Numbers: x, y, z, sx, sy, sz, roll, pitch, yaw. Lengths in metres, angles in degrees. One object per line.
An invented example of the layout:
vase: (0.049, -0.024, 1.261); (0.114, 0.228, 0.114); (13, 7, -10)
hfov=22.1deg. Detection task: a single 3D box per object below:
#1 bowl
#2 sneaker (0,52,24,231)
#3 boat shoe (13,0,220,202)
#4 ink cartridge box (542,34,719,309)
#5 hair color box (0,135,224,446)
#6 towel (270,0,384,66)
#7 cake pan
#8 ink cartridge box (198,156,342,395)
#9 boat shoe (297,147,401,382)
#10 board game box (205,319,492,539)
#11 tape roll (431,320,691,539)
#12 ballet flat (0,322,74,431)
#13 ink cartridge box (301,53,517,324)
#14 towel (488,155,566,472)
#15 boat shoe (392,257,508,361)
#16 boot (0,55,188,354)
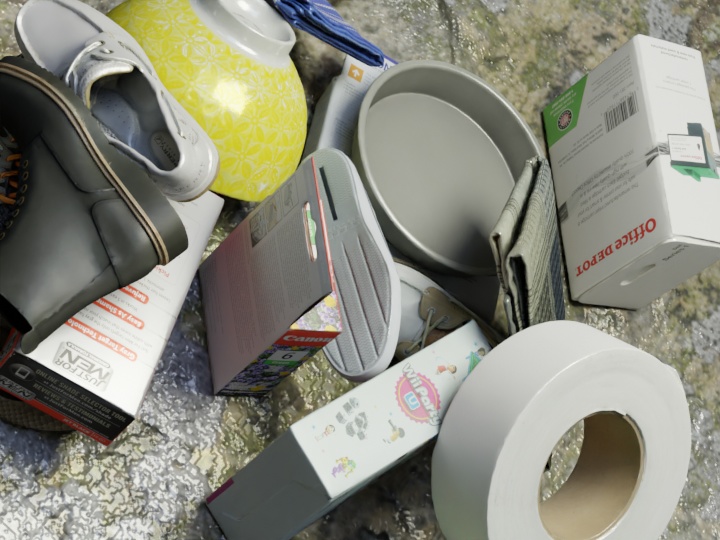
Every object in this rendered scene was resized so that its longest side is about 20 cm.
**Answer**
bowl: (-0.112, -0.158, 1.426); (0.199, 0.108, 0.201); (31, 22, -14)
sneaker: (-0.250, -0.083, 1.372); (0.078, 0.077, 0.202); (12, 61, -29)
boat shoe: (-0.180, -0.134, 1.317); (0.200, 0.069, 0.071); (43, 91, 16)
ink cartridge box: (0.247, -0.084, 1.651); (0.084, 0.146, 0.202); (9, 63, -31)
hair color box: (-0.180, 0.012, 1.327); (0.101, 0.061, 0.201); (31, 52, -15)
towel: (-0.068, -0.250, 1.528); (0.200, 0.024, 0.144); (49, 15, 28)
cake pan: (0.074, -0.081, 1.554); (0.199, 0.037, 0.202); (16, 58, -28)
ink cartridge box: (-0.055, 0.008, 1.371); (0.050, 0.200, 0.110); (4, 64, -30)
boat shoe: (0.000, 0.000, 1.424); (0.067, 0.073, 0.202); (47, 31, -56)
board game box: (-0.001, 0.128, 1.380); (0.199, 0.147, 0.065); (-27, 81, -40)
tape roll: (0.150, 0.141, 1.363); (0.201, 0.071, 0.205); (-13, 113, -32)
ballet flat: (-0.266, 0.058, 1.308); (0.199, 0.046, 0.068); (27, 55, -19)
ink cartridge box: (0.043, -0.073, 1.580); (0.198, 0.041, 0.201); (29, 53, -19)
towel: (0.135, 0.032, 1.461); (0.200, 0.034, 0.194); (-66, 150, -64)
boat shoe: (0.059, 0.049, 1.494); (0.199, 0.068, 0.075); (27, 97, -19)
boot: (-0.232, -0.050, 1.268); (0.138, 0.078, 0.200); (-37, 62, -21)
